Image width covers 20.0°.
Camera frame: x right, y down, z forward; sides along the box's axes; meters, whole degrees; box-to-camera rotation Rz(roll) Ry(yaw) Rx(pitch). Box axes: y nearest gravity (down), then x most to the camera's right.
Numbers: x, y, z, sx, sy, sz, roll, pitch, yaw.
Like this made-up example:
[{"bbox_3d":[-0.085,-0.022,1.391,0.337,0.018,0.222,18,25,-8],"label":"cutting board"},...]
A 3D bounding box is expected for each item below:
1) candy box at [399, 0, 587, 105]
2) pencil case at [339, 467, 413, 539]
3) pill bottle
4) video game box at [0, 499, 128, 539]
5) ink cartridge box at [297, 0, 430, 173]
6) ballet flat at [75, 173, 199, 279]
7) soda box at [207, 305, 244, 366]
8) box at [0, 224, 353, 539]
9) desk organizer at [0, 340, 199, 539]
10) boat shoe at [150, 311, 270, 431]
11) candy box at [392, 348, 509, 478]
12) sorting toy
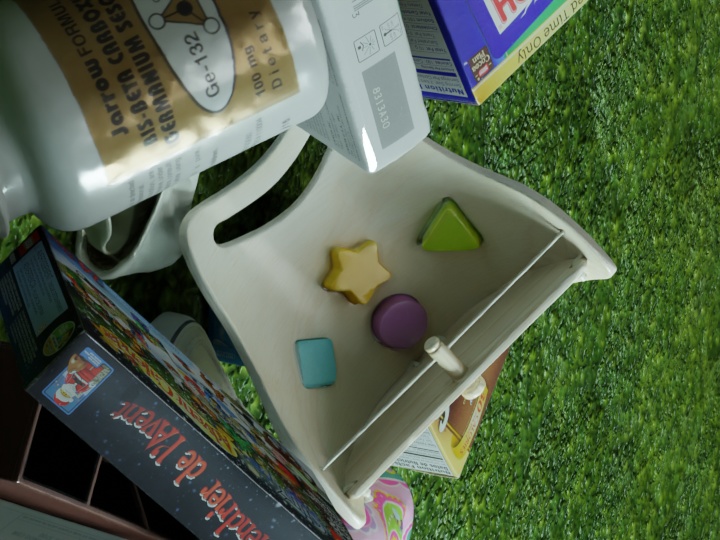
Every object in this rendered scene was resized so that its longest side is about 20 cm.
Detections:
[{"bbox_3d":[0.062,-0.224,1.183,0.169,0.077,0.200,-46,130,-26],"label":"candy box"},{"bbox_3d":[-0.027,0.157,1.134,0.200,0.087,0.088,-35,129,-72],"label":"pencil case"},{"bbox_3d":[-0.125,-0.083,0.939,0.200,0.114,0.114,-28,130,-17],"label":"pill bottle"},{"bbox_3d":[-0.180,0.166,0.883,0.182,0.200,0.047,-36,134,-55],"label":"video game box"},{"bbox_3d":[-0.055,-0.157,1.041,0.050,0.200,0.161,-34,134,-19],"label":"ink cartridge box"},{"bbox_3d":[-0.114,-0.072,1.062,0.069,0.069,0.200,-48,158,-48],"label":"ballet flat"},{"bbox_3d":[-0.018,0.013,1.312,0.200,0.068,0.064,-18,114,-61],"label":"soda box"},{"bbox_3d":[-0.082,0.076,0.951,0.038,0.137,0.200,-44,116,2],"label":"box"},{"bbox_3d":[-0.149,0.093,1.063,0.200,0.077,0.072,38,64,-60],"label":"desk organizer"},{"bbox_3d":[-0.080,0.109,1.220,0.074,0.065,0.200,-57,144,-40],"label":"boat shoe"},{"bbox_3d":[0.033,0.029,1.281,0.117,0.056,0.200,-67,151,-28],"label":"candy box"},{"bbox_3d":[0.000,0.000,1.111,0.200,0.107,0.180,-44,109,-5],"label":"sorting toy"}]
